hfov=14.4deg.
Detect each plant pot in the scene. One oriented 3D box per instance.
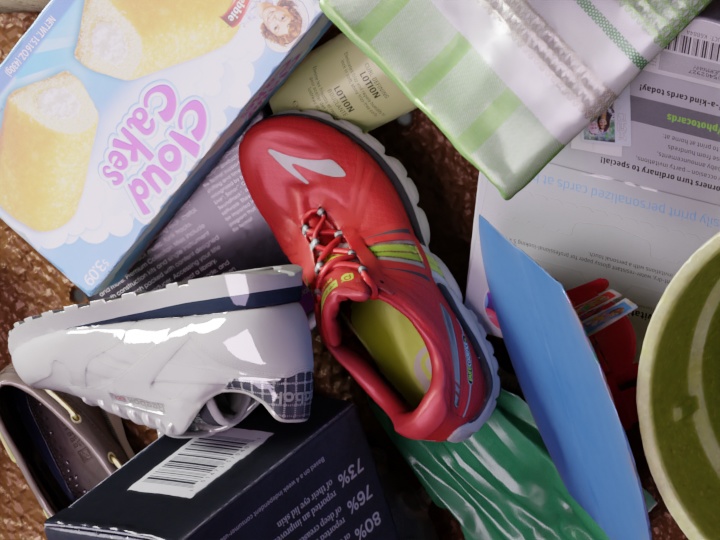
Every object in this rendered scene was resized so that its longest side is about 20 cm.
[{"bbox_3d":[0.253,0.043,1.328,0.199,0.184,0.202,7,108,24],"label":"plant pot"}]

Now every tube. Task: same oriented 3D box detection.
[{"bbox_3d":[0.042,-0.123,1.475,0.199,0.058,0.052,-26,57,27],"label":"tube"}]

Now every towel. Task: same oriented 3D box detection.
[{"bbox_3d":[0.090,-0.154,1.372,0.200,0.031,0.149,-47,74,12],"label":"towel"}]

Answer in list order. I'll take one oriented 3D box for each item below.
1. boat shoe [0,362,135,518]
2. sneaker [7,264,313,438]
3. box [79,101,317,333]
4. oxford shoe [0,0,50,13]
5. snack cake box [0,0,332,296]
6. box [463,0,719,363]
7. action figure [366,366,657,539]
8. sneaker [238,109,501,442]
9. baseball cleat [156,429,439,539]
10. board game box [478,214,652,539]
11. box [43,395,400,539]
[{"bbox_3d":[-0.148,0.138,1.652,0.072,0.059,0.201,-30,89,32],"label":"boat shoe"},{"bbox_3d":[-0.106,0.049,1.466,0.199,0.076,0.081,-11,91,43],"label":"sneaker"},{"bbox_3d":[-0.097,-0.039,1.536,0.142,0.036,0.201,-32,94,12],"label":"box"},{"bbox_3d":[-0.188,-0.175,1.586,0.199,0.075,0.071,14,68,13],"label":"oxford shoe"},{"bbox_3d":[-0.113,-0.100,1.477,0.115,0.067,0.200,41,103,3],"label":"snack cake box"},{"bbox_3d":[0.136,-0.047,1.431,0.155,0.041,0.201,15,118,19],"label":"box"},{"bbox_3d":[0.066,0.090,1.524,0.200,0.055,0.118,45,123,18],"label":"action figure"},{"bbox_3d":[0.000,0.000,1.455,0.077,0.085,0.201,-41,77,23],"label":"sneaker"},{"bbox_3d":[-0.039,0.122,1.593,0.200,0.070,0.107,46,128,20],"label":"baseball cleat"},{"bbox_3d":[0.115,0.053,1.385,0.039,0.200,0.159,-21,109,-8],"label":"board game box"},{"bbox_3d":[-0.054,0.184,1.483,0.104,0.148,0.201,3,118,42],"label":"box"}]
